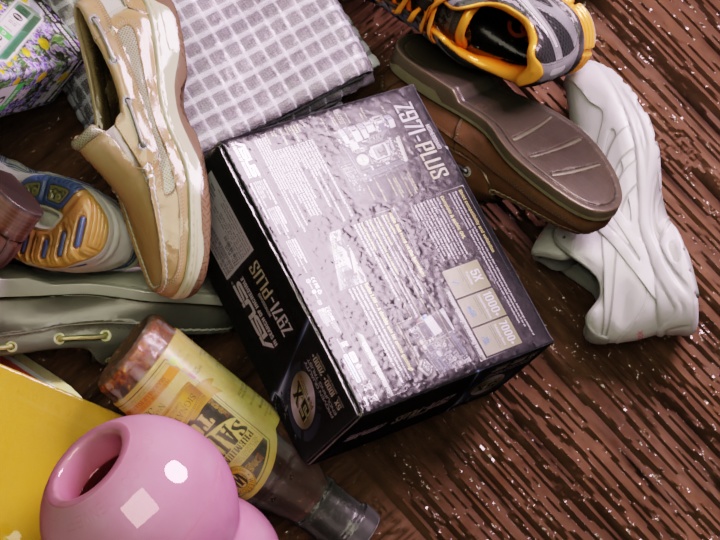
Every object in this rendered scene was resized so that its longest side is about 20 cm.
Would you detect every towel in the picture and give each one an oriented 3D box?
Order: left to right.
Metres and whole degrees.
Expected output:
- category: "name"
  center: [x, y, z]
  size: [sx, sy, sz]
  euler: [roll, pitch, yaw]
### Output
- category: "towel"
  center: [-0.104, -0.155, 1.604]
  size: [0.200, 0.086, 0.166]
  euler: [-29, 78, -10]

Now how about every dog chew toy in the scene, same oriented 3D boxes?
- category: "dog chew toy"
  center: [-0.106, 0.181, 1.475]
  size: [0.125, 0.124, 0.200]
  euler: [-49, 121, -14]

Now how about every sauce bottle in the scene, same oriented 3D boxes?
- category: "sauce bottle"
  center: [-0.074, 0.111, 1.522]
  size: [0.200, 0.066, 0.066]
  euler: [38, 75, -9]

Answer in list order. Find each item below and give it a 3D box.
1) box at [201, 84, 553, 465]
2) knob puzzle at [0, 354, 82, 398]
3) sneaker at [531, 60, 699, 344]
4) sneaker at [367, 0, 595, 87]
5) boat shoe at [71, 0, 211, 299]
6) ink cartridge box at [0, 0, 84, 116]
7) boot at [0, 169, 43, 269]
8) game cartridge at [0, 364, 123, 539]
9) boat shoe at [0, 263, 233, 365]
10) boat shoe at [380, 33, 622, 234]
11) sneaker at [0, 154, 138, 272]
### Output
- category: "box"
  center: [0.000, 0.000, 1.534]
  size: [0.164, 0.086, 0.200]
  euler: [-20, 75, -34]
- category: "knob puzzle"
  center: [-0.247, 0.139, 1.543]
  size: [0.219, 0.030, 0.220]
  euler: [1, 74, -3]
- category: "sneaker"
  center: [0.157, -0.044, 1.592]
  size: [0.099, 0.078, 0.201]
  euler: [-15, 74, -2]
- category: "sneaker"
  center: [0.058, -0.183, 1.583]
  size: [0.200, 0.078, 0.077]
  euler: [25, 31, 12]
- category: "boat shoe"
  center: [-0.147, -0.077, 1.503]
  size: [0.076, 0.072, 0.201]
  euler: [-3, 72, -31]
- category: "ink cartridge box"
  center: [-0.266, -0.144, 1.486]
  size: [0.109, 0.200, 0.050]
  euler: [49, 118, 8]
- category: "boot"
  center: [-0.310, -0.008, 1.518]
  size: [0.200, 0.064, 0.186]
  euler: [-52, 50, 11]
- category: "game cartridge"
  center: [-0.227, 0.168, 1.507]
  size: [0.176, 0.032, 0.200]
  euler: [25, 74, -14]
- category: "boat shoe"
  center: [-0.177, 0.031, 1.559]
  size: [0.201, 0.072, 0.060]
  euler: [2, 100, -12]
- category: "boat shoe"
  center: [0.092, -0.078, 1.582]
  size: [0.072, 0.068, 0.200]
  euler: [-15, 47, -42]
- category: "sneaker"
  center: [-0.229, -0.038, 1.571]
  size: [0.200, 0.088, 0.075]
  euler: [24, 93, 31]
